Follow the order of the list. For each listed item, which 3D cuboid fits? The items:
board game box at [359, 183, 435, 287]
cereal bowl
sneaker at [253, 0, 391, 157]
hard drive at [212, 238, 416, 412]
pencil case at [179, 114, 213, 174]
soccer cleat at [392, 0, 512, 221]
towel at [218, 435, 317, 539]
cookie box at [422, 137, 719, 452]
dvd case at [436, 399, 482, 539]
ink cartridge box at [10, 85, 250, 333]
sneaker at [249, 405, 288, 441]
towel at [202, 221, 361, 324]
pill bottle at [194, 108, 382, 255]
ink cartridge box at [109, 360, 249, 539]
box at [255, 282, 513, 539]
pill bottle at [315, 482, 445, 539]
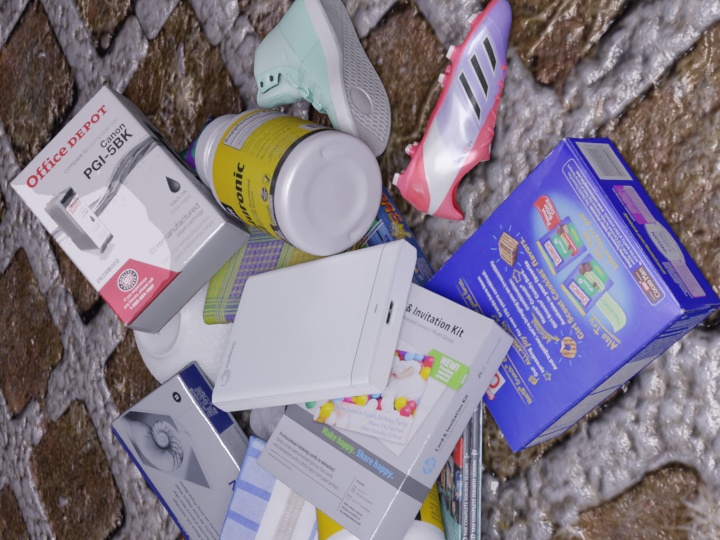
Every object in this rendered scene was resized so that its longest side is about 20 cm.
[{"bbox_3d":[0.000,0.000,1.104,0.135,0.034,0.202,-47,62,36],"label":"board game box"},{"bbox_3d":[-0.199,0.049,1.268,0.198,0.083,0.204,4,96,43],"label":"cereal bowl"},{"bbox_3d":[-0.043,-0.171,1.107,0.118,0.073,0.203,-37,58,32],"label":"sneaker"},{"bbox_3d":[-0.044,0.051,0.974,0.198,0.027,0.134,-13,53,44],"label":"hard drive"},{"bbox_3d":[-0.206,-0.070,1.209,0.199,0.093,0.085,-41,102,7],"label":"pencil case"},{"bbox_3d":[0.098,-0.141,0.994,0.076,0.067,0.202,27,108,6],"label":"soccer cleat"},{"bbox_3d":[-0.043,0.264,1.083,0.198,0.024,0.149,27,116,14],"label":"towel"},{"bbox_3d":[0.164,0.021,0.918,0.200,0.075,0.173,-47,61,35],"label":"cookie box"},{"bbox_3d":[0.079,0.196,0.997,0.146,0.022,0.204,-162,73,-79],"label":"dvd case"},{"bbox_3d":[-0.233,-0.061,1.125,0.147,0.083,0.200,-45,76,3],"label":"ink cartridge box"},{"bbox_3d":[-0.055,0.192,1.147,0.115,0.074,0.203,25,126,57],"label":"sneaker"},{"bbox_3d":[-0.075,-0.012,1.099,0.198,0.023,0.146,-6,60,44],"label":"towel"},{"bbox_3d":[-0.077,-0.091,1.051,0.199,0.110,0.113,26,110,52],"label":"pill bottle"},{"bbox_3d":[-0.194,0.229,1.259,0.199,0.040,0.201,-36,89,40],"label":"ink cartridge box"},{"bbox_3d":[0.017,0.110,0.930,0.155,0.041,0.202,25,80,45],"label":"box"},{"bbox_3d":[0.015,0.206,0.982,0.112,0.111,0.202,-41,43,37],"label":"pill bottle"}]
